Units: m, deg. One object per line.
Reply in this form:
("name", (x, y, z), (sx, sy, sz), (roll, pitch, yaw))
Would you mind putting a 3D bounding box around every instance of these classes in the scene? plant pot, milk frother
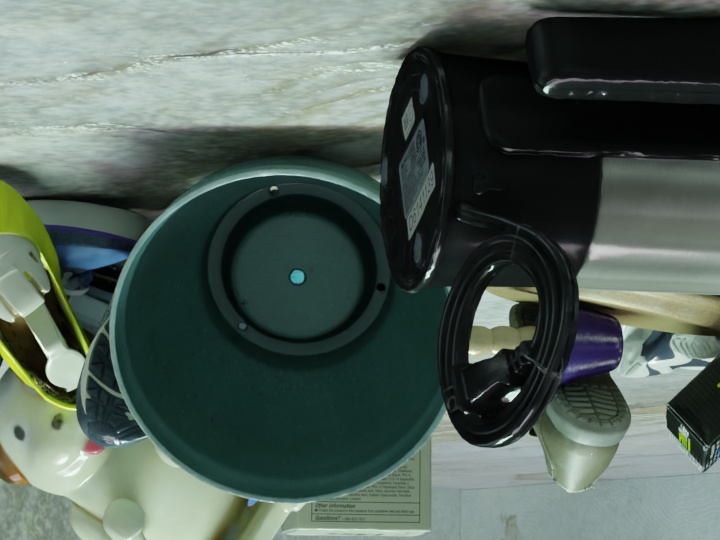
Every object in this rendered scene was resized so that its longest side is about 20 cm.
("plant pot", (-0.040, 0.018, 1.531), (0.200, 0.201, 0.134), (0, -162, 2))
("milk frother", (0.120, -0.010, 1.221), (0.188, 0.200, 0.180), (2, 168, -14))

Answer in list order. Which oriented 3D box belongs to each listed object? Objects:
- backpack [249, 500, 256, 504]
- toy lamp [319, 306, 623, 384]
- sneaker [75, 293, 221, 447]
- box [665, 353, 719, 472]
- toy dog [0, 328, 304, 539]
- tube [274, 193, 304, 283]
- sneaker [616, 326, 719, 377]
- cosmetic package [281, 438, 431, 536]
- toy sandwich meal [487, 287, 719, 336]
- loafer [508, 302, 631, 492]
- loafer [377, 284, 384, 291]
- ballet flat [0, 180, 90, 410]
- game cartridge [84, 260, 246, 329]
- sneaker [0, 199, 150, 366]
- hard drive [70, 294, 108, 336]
("backpack", (-0.117, 0.097, 2.022), (0.168, 0.163, 0.200), (31, 168, -21))
("toy lamp", (0.068, 0.045, 1.659), (0.200, 0.058, 0.058), (3, 171, -13))
("sneaker", (-0.130, 0.049, 1.621), (0.078, 0.200, 0.086), (35, 131, -9))
("box", (0.288, 0.050, 1.757), (0.193, 0.048, 0.200), (-41, 169, -1))
("toy dog", (-0.151, 0.115, 1.742), (0.200, 0.140, 0.194), (31, -168, -31))
("tube", (-0.017, 0.023, 1.701), (0.077, 0.050, 0.200), (-14, 128, 46))
("sneaker", (0.279, 0.029, 1.917), (0.129, 0.080, 0.199), (-9, 164, -23))
("cosmetic package", (-0.003, 0.093, 1.914), (0.103, 0.200, 0.073), (3, 171, -11))
("toy sandwich meal", (0.174, -0.005, 1.721), (0.205, 0.070, 0.205), (11, 176, 1))
("loafer", (0.131, 0.083, 1.752), (0.075, 0.070, 0.200), (12, -157, -7))
("loafer", (0.000, 0.000, 1.744), (0.072, 0.063, 0.200), (5, 170, -33))
("ballet flat", (-0.205, 0.017, 1.589), (0.067, 0.067, 0.200), (-31, 137, -6))
("game cartridge", (-0.153, 0.033, 1.811), (0.200, 0.041, 0.133), (20, 163, -1))
("sneaker", (-0.231, 0.034, 1.692), (0.200, 0.147, 0.081), (-2, 171, 16))
("hard drive", (-0.140, 0.070, 1.805), (0.200, 0.027, 0.132), (24, 159, -10))
